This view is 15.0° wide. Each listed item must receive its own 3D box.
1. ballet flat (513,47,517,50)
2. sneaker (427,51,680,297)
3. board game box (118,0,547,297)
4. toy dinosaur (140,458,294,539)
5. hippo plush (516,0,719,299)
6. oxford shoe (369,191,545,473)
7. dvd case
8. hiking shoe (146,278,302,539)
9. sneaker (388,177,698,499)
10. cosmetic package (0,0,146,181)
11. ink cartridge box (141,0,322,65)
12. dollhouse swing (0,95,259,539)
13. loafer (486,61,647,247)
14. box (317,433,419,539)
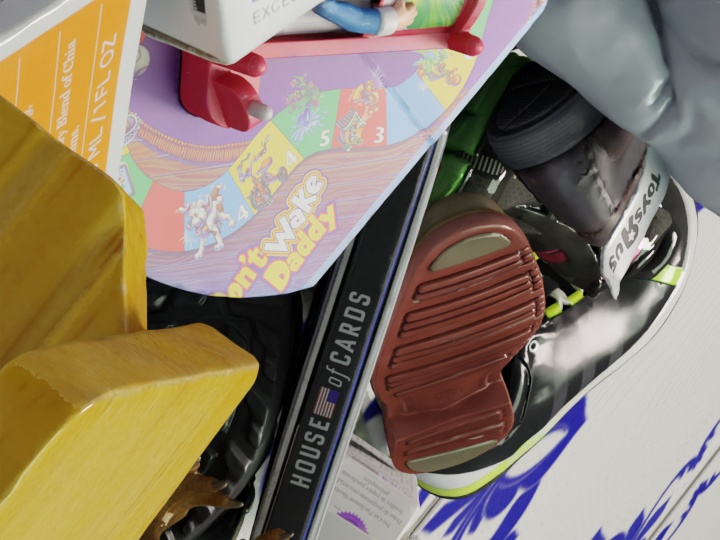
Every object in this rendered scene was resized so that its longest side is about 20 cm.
[{"bbox_3d":[0.113,-0.150,1.073,0.200,0.046,0.068,-44,158,-28],"label":"ballet flat"},{"bbox_3d":[0.087,-0.036,1.138,0.077,0.084,0.200,-59,157,10],"label":"sneaker"},{"bbox_3d":[-0.008,-0.082,0.795,0.200,0.039,0.158,-49,128,-12],"label":"board game box"},{"bbox_3d":[-0.074,0.120,0.909,0.106,0.199,0.060,-54,125,-23],"label":"toy dinosaur"},{"bbox_3d":[0.145,-0.103,0.953,0.161,0.159,0.201,-30,-138,55],"label":"hippo plush"},{"bbox_3d":[0.025,0.013,1.084,0.070,0.075,0.200,-15,155,-12],"label":"oxford shoe"},{"bbox_3d":[0.000,0.000,0.973,0.151,0.025,0.201,-77,-175,-61],"label":"dvd case"},{"bbox_3d":[-0.073,0.068,0.986,0.201,0.075,0.101,-65,178,21],"label":"hiking shoe"},{"bbox_3d":[0.086,0.025,1.259,0.200,0.072,0.083,-52,159,-8],"label":"sneaker"},{"bbox_3d":[-0.143,-0.018,0.653,0.200,0.071,0.102,-39,156,-37],"label":"cosmetic package"},{"bbox_3d":[0.010,-0.184,0.704,0.199,0.040,0.201,-39,139,-37],"label":"ink cartridge box"},{"bbox_3d":[-0.159,0.004,0.456,0.182,0.200,0.176,-53,160,-5],"label":"dollhouse swing"},{"bbox_3d":[0.109,-0.082,1.086,0.072,0.063,0.200,-20,-158,38],"label":"loafer"},{"bbox_3d":[-0.002,0.096,1.130,0.039,0.041,0.200,-55,180,0],"label":"box"}]
